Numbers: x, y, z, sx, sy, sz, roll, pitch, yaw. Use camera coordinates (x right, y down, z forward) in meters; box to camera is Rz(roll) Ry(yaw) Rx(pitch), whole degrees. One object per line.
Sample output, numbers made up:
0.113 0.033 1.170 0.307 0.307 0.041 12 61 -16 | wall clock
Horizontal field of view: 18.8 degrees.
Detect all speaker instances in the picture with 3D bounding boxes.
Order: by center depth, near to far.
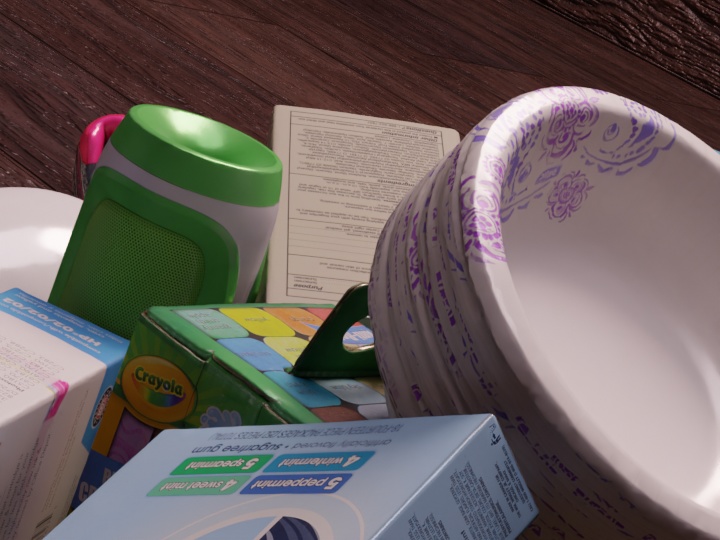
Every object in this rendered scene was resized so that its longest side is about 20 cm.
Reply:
-0.103 0.031 0.985 0.088 0.201 0.088 20 15 -6 | speaker

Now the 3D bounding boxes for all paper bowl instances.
0.089 0.040 0.817 0.200 0.104 0.201 25 43 -25 | paper bowl

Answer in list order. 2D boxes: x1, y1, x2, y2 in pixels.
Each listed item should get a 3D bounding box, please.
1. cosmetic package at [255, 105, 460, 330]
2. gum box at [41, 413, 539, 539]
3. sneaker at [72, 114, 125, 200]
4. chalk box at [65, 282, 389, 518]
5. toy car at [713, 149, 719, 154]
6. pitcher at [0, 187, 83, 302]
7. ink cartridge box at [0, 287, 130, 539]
0.000 0.000 1.061 0.103 0.073 0.200 8 31 -5 | cosmetic package
-0.064 0.122 0.707 0.169 0.045 0.200 -7 26 44 | gum box
-0.095 0.003 1.126 0.080 0.075 0.200 -29 56 -23 | sneaker
-0.029 0.089 0.891 0.124 0.201 0.125 33 18 35 | chalk box
0.167 0.059 1.273 0.176 0.184 0.201 1 54 -53 | toy car
-0.215 0.019 1.066 0.199 0.122 0.171 -8 16 -41 | pitcher
-0.170 0.086 0.865 0.068 0.116 0.200 25 15 11 | ink cartridge box
